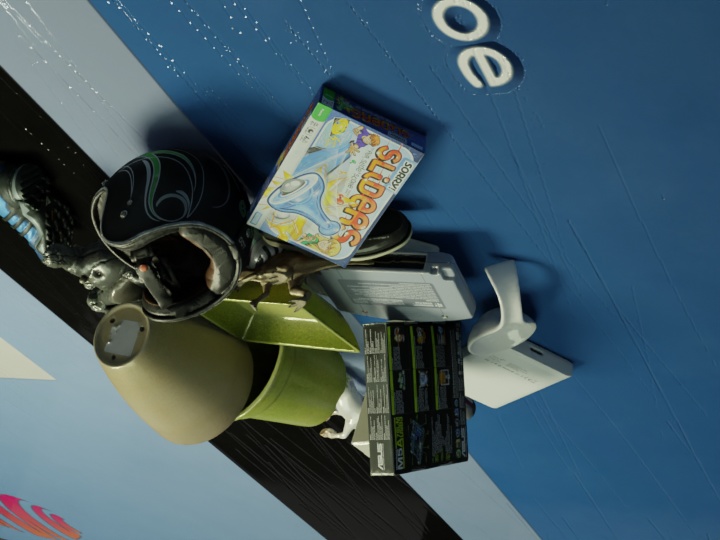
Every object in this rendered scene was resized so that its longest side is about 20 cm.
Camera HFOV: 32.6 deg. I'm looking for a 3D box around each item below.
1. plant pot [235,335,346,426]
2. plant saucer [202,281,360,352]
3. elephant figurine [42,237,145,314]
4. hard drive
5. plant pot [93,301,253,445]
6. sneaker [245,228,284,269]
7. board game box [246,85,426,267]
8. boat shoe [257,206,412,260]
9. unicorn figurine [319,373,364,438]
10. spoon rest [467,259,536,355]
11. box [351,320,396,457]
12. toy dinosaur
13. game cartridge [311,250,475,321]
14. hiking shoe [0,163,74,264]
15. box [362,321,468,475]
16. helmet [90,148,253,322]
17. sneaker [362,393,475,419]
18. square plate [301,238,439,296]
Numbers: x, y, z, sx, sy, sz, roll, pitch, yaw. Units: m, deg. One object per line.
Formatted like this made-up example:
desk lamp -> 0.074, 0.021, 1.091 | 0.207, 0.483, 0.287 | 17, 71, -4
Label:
plant pot -> -0.126, 0.153, 1.864 | 0.199, 0.203, 0.183 | -10, 154, 40
plant saucer -> -0.120, 0.050, 1.647 | 0.198, 0.048, 0.200 | 4, 161, 26
elephant figurine -> -0.332, -0.006, 1.704 | 0.141, 0.156, 0.200 | 37, 162, 6
hard drive -> 0.205, 0.149, 1.830 | 0.131, 0.027, 0.200 | 25, 151, -18
plant pot -> -0.275, 0.124, 1.711 | 0.185, 0.189, 0.200 | 1, 158, 26
sneaker -> -0.153, -0.035, 1.666 | 0.088, 0.074, 0.200 | 52, 158, 3
board game box -> -0.030, -0.103, 1.409 | 0.134, 0.035, 0.201 | 23, 131, -14
boat shoe -> -0.036, -0.060, 1.518 | 0.199, 0.074, 0.063 | 6, 148, 16
unicorn figurine -> -0.017, 0.222, 2.027 | 0.136, 0.074, 0.200 | -17, 134, 30
spoon rest -> 0.188, 0.064, 1.630 | 0.098, 0.061, 0.201 | -16, 149, -4
box -> 0.058, 0.173, 1.762 | 0.068, 0.202, 0.082 | -11, 143, 41
toy dinosaur -> -0.086, 0.001, 1.518 | 0.197, 0.101, 0.059 | -8, 119, 8
game cartridge -> 0.046, 0.021, 1.609 | 0.198, 0.041, 0.134 | 3, 146, 24
hiking shoe -> -0.464, -0.084, 1.725 | 0.086, 0.075, 0.201 | 15, 144, 19
box -> 0.078, 0.170, 1.680 | 0.047, 0.203, 0.192 | -6, 176, 38
helmet -> -0.230, -0.055, 1.509 | 0.197, 0.192, 0.202 | -7, 129, -8
sneaker -> 0.088, 0.208, 1.919 | 0.199, 0.088, 0.074 | 27, 151, -20
square plate -> 0.000, 0.000, 1.663 | 0.198, 0.029, 0.199 | 14, 153, 4
